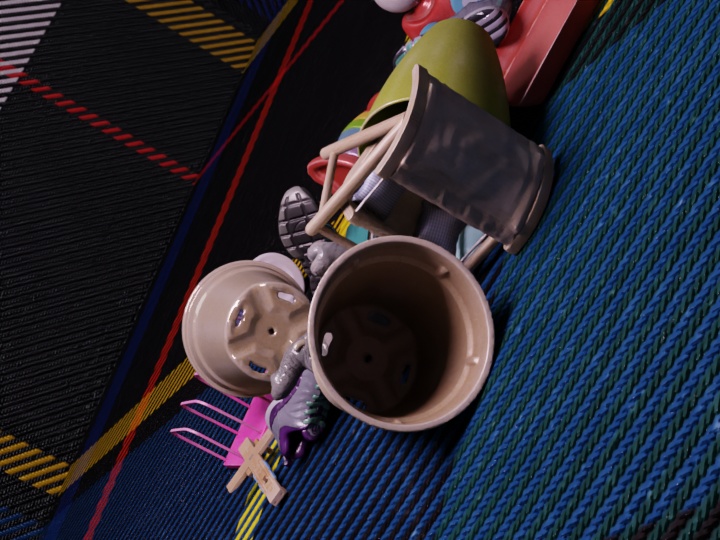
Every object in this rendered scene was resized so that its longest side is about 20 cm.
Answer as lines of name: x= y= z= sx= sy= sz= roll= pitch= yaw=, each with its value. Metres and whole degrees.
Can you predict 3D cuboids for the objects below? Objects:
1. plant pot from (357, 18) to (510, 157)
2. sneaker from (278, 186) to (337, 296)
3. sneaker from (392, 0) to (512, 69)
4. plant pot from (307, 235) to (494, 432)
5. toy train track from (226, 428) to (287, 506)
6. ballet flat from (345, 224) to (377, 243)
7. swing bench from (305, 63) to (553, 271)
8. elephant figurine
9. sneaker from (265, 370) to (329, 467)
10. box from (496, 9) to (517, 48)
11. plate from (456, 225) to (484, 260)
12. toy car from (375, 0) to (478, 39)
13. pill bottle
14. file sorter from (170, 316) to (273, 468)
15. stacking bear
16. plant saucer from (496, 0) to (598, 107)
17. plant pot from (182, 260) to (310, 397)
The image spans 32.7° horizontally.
plant pot: x=0.107 y=-0.207 z=1.504 sx=0.187 sy=0.186 sz=0.202 roll=-42 pitch=24 yaw=47
sneaker: x=-0.062 y=-0.035 z=1.793 sx=0.074 sy=0.202 sz=0.079 roll=-11 pitch=24 yaw=22
sneaker: x=0.136 y=-0.325 z=1.717 sx=0.198 sy=0.075 sz=0.088 roll=-19 pitch=30 yaw=40
plant pot: x=0.026 y=0.083 z=1.340 sx=0.203 sy=0.198 sz=0.184 roll=-65 pitch=5 yaw=-16
toy train track: x=-0.133 y=0.286 z=1.732 sx=0.115 sy=0.032 sz=0.200 roll=-54 pitch=22 yaw=0
ballet flat: x=0.000 y=0.000 z=1.736 sx=0.070 sy=0.069 sz=0.201 roll=-50 pitch=13 yaw=32
swing bench: x=0.078 y=-0.090 z=1.365 sx=0.199 sy=0.197 sz=0.131 roll=-34 pitch=38 yaw=45
elephant figurine: x=-0.015 y=0.073 z=1.512 sx=0.155 sy=0.139 sz=0.203 roll=174 pitch=107 yaw=-70
sneaker: x=-0.052 y=0.169 z=1.618 sx=0.201 sy=0.074 sz=0.088 roll=-56 pitch=38 yaw=31
box: x=0.144 y=-0.275 z=1.782 sx=0.161 sy=0.049 sz=0.202 roll=-24 pitch=40 yaw=60
plate: x=0.096 y=-0.022 z=1.546 sx=0.201 sy=0.025 sz=0.201 roll=-54 pitch=19 yaw=27
toy car: x=0.092 y=-0.471 z=1.998 sx=0.178 sy=0.198 sz=0.185 roll=-52 pitch=19 yaw=27
pill bottle: x=-0.182 y=0.051 z=2.125 sx=0.200 sy=0.110 sz=0.112 roll=-34 pitch=30 yaw=58
file sorter: x=-0.194 y=0.188 z=1.904 sx=0.202 sy=0.124 sz=0.139 roll=-66 pitch=17 yaw=-17
stacking bear: x=0.022 y=-0.205 z=1.944 sx=0.113 sy=0.121 sz=0.201 roll=-15 pitch=38 yaw=49
plant saucer: x=0.229 y=-0.292 z=1.572 sx=0.202 sy=0.036 sz=0.200 roll=-61 pitch=15 yaw=1
plant pot: x=-0.143 y=0.084 z=1.744 sx=0.203 sy=0.199 sz=0.183 roll=-63 pitch=13 yaw=-9
